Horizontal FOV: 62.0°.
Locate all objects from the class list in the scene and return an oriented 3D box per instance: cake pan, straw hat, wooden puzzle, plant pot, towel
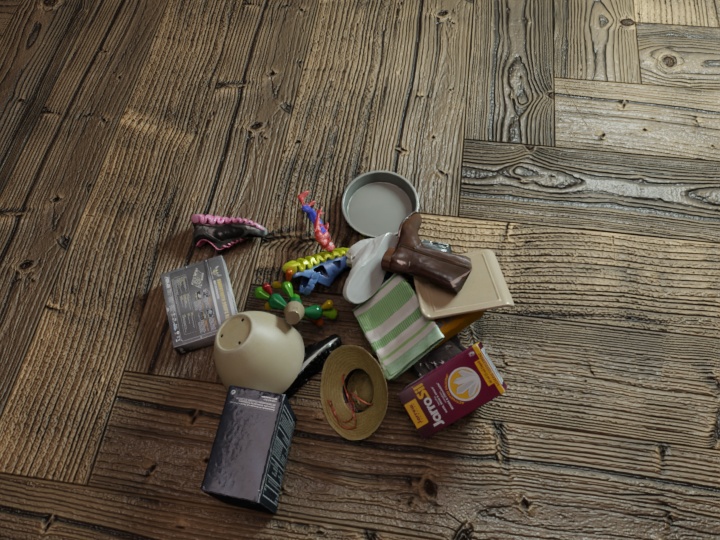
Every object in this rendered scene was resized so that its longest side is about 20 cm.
[{"bbox_3d":[0.050,-0.164,1.533,0.196,0.037,0.203,-1,63,2],"label":"cake pan"},{"bbox_3d":[0.006,0.255,1.288,0.084,0.202,0.202,-2,50,-50],"label":"straw hat"},{"bbox_3d":[0.216,0.032,1.302,0.196,0.038,0.186,-6,40,0],"label":"wooden puzzle"},{"bbox_3d":[-0.237,0.166,1.287,0.197,0.135,0.203,-14,50,17],"label":"plant pot"},{"bbox_3d":[0.074,0.115,1.289,0.152,0.023,0.201,-41,50,12],"label":"towel"}]

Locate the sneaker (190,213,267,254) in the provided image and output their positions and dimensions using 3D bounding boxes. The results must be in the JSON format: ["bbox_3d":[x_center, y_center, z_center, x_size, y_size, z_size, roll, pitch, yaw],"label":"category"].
[{"bbox_3d":[-0.332,-0.086,1.502,0.196,0.079,0.097,5,85,6],"label":"sneaker"}]

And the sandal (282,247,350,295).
[{"bbox_3d":[-0.087,0.000,1.446,0.197,0.079,0.089,-17,100,-14],"label":"sandal"}]

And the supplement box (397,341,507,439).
[{"bbox_3d":[0.190,0.247,1.240,0.199,0.086,0.111,-34,79,12],"label":"supplement box"}]

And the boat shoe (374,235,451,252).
[{"bbox_3d":[0.127,-0.054,1.463,0.197,0.069,0.057,15,56,4],"label":"boat shoe"}]

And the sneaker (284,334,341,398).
[{"bbox_3d":[-0.135,0.195,1.341,0.199,0.076,0.088,-38,62,-16],"label":"sneaker"}]

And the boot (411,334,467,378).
[{"bbox_3d":[0.189,0.218,1.325,0.131,0.070,0.201,-31,55,-10],"label":"boot"}]

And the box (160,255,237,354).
[{"bbox_3d":[-0.379,0.079,1.422,0.156,0.049,0.202,-17,64,-7],"label":"box"}]

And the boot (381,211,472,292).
[{"bbox_3d":[0.168,-0.043,1.317,0.197,0.065,0.188,13,56,27],"label":"boot"}]

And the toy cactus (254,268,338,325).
[{"bbox_3d":[-0.140,0.075,1.338,0.198,0.165,0.103,27,99,-9],"label":"toy cactus"}]

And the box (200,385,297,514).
[{"bbox_3d":[-0.214,0.359,1.187,0.121,0.201,0.201,8,63,6],"label":"box"}]

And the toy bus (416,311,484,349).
[{"bbox_3d":[0.208,0.090,1.325,0.198,0.066,0.078,-30,61,-21],"label":"toy bus"}]

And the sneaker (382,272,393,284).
[{"bbox_3d":[0.081,0.057,1.397,0.198,0.076,0.115,25,69,17],"label":"sneaker"}]

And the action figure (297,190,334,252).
[{"bbox_3d":[-0.104,-0.117,1.479,0.051,0.066,0.202,-24,51,1],"label":"action figure"}]

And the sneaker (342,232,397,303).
[{"bbox_3d":[0.000,0.000,1.374,0.115,0.074,0.201,-8,38,50],"label":"sneaker"}]
